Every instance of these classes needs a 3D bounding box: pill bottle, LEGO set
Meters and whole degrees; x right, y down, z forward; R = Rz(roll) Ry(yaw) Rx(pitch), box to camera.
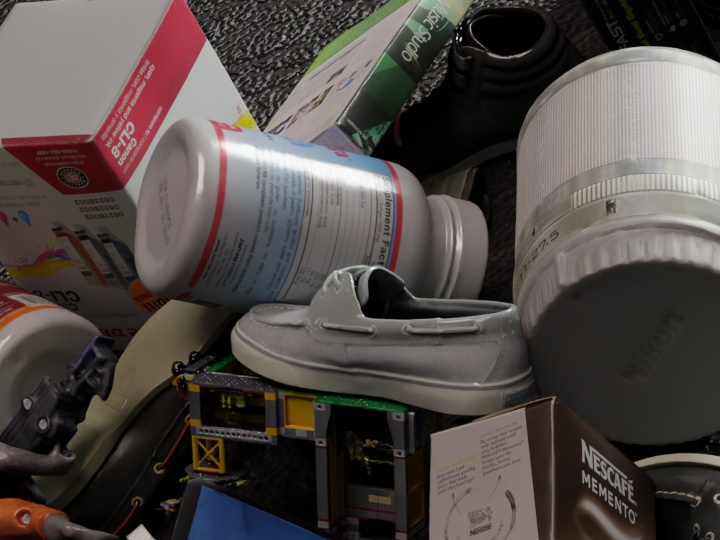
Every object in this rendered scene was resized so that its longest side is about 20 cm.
[{"bbox_3d":[-0.028,-0.021,1.659,0.109,0.199,0.109,-41,43,54],"label":"pill bottle"},{"bbox_3d":[-0.013,0.113,1.630,0.199,0.117,0.154,3,16,17],"label":"LEGO set"},{"bbox_3d":[-0.262,0.057,1.823,0.114,0.114,0.199,-45,40,-21],"label":"pill bottle"}]

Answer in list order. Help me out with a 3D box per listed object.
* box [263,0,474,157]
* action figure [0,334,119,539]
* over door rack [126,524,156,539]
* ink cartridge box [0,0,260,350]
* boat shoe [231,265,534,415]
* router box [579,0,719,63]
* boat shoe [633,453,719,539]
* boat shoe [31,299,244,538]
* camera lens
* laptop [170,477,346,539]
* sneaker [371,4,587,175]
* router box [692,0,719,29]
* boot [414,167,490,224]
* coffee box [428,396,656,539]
[{"bbox_3d":[-0.010,-0.112,1.803,0.144,0.036,0.200,-32,19,44],"label":"box"},{"bbox_3d":[-0.218,0.124,1.631,0.201,0.104,0.193,-57,43,11],"label":"action figure"},{"bbox_3d":[-0.137,0.232,1.577,0.148,0.067,0.200,-39,38,-15],"label":"over door rack"},{"bbox_3d":[-0.160,-0.062,1.827,0.145,0.200,0.145,-2,46,32],"label":"ink cartridge box"},{"bbox_3d":[0.011,0.031,1.563,0.200,0.072,0.070,9,19,34],"label":"boat shoe"},{"bbox_3d":[0.169,-0.185,1.755,0.062,0.200,0.150,-28,36,7],"label":"router box"},{"bbox_3d":[0.204,0.152,1.447,0.198,0.075,0.066,15,42,31],"label":"boat shoe"},{"bbox_3d":[-0.124,0.084,1.712,0.202,0.063,0.074,-51,29,-3],"label":"boat shoe"},{"bbox_3d":[0.169,-0.019,1.597,0.159,0.160,0.201,-15,39,17],"label":"camera lens"},{"bbox_3d":[-0.006,0.206,1.469,0.199,0.103,0.178,-5,55,28],"label":"laptop"},{"bbox_3d":[0.061,-0.119,1.834,0.199,0.099,0.071,-17,40,17],"label":"sneaker"},{"bbox_3d":[0.204,-0.249,1.846,0.052,0.158,0.200,-39,38,-15],"label":"router box"},{"bbox_3d":[0.000,0.000,1.767,0.130,0.068,0.201,5,50,29],"label":"boot"},{"bbox_3d":[0.095,0.182,1.399,0.079,0.113,0.201,-19,54,29],"label":"coffee box"}]
